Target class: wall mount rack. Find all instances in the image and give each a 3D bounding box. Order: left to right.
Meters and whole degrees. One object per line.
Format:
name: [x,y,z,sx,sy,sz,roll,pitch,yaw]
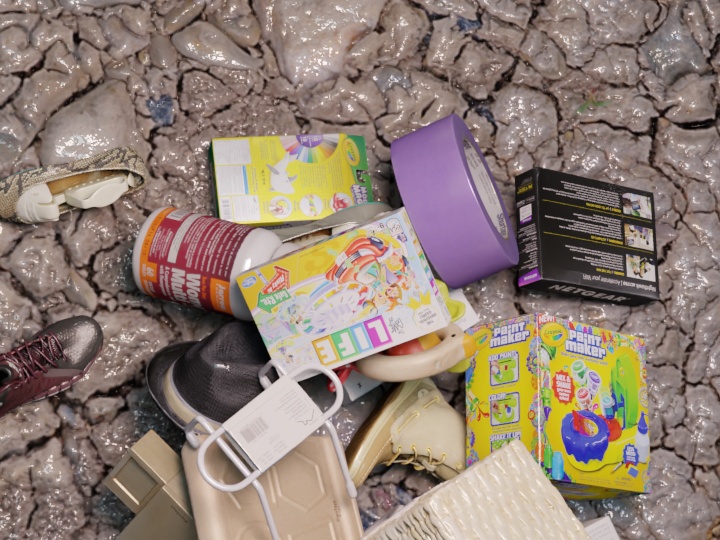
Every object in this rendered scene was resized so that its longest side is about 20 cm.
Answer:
wall mount rack: [-0.085,0.196,1.457,0.200,0.075,0.174,-36,83,-36]

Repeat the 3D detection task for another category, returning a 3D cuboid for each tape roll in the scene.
tape roll: [0.116,-0.084,1.675,0.085,0.200,0.201,-23,80,14]

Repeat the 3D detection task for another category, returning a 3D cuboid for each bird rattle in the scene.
bird rattle: [0.043,0.083,1.580,0.199,0.163,0.113,-10,103,-25]

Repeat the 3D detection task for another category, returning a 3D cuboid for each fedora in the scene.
fedora: [-0.142,0.117,1.568,0.200,0.092,0.201,24,28,-14]

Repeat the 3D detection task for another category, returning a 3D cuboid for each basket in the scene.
basket: [0.130,0.316,1.483,0.198,0.161,0.200,-24,73,-48]

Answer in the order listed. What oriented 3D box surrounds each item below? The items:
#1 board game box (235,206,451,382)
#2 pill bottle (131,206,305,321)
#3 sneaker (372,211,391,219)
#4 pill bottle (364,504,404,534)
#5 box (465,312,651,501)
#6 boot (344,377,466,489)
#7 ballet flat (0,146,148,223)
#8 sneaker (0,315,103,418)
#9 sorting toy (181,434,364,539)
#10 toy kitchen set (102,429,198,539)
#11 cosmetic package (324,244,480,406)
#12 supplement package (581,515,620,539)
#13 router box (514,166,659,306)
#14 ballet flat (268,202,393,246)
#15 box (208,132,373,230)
board game box: [-0.019,0.030,1.496,0.200,0.034,0.135,-22,98,16]
pill bottle: [-0.156,-0.003,1.600,0.199,0.110,0.110,14,70,20]
sneaker: [0.000,0.000,1.602,0.099,0.078,0.200,-11,32,17]
pill bottle: [0.074,0.381,1.589,0.111,0.111,0.200,-41,88,-20]
box: [0.236,0.168,1.645,0.200,0.122,0.193,13,70,-38]
boot: [0.071,0.223,1.635,0.155,0.073,0.200,43,44,-3]
ballet flat: [-0.346,-0.094,1.632,0.199,0.068,0.075,-19,43,-20]
sneaker: [-0.374,0.111,1.549,0.200,0.116,0.076,-36,86,-20]
sorting toy: [-0.091,0.268,1.488,0.200,0.036,0.186,4,60,-36]
toy kitchen set: [-0.176,0.268,1.575,0.200,0.163,0.180,45,41,2]
cosmetic package: [0.025,0.052,1.700,0.200,0.052,0.151,-30,83,-19]
supplement package: [0.275,0.410,1.632,0.113,0.110,0.200,-23,82,-18]
router box: [0.292,-0.041,1.764,0.199,0.051,0.150,10,71,-30]
ballet flat: [-0.048,-0.029,1.681,0.199,0.068,0.064,-13,46,-4]
box: [-0.086,-0.110,1.720,0.199,0.048,0.118,-4,76,-13]
